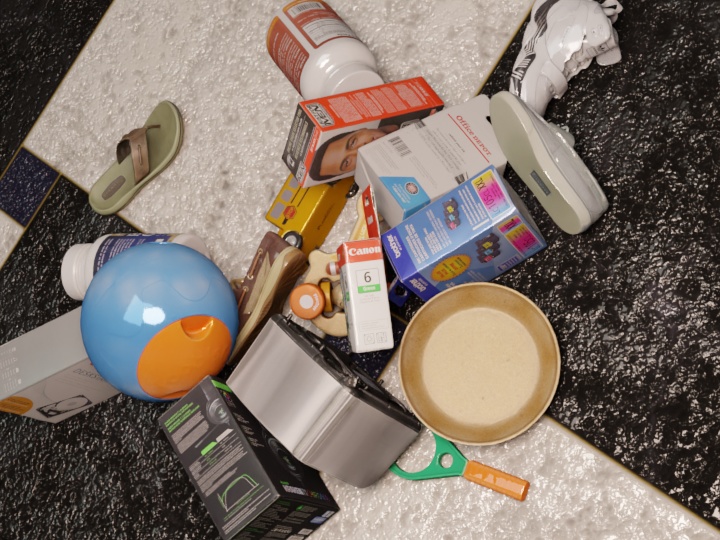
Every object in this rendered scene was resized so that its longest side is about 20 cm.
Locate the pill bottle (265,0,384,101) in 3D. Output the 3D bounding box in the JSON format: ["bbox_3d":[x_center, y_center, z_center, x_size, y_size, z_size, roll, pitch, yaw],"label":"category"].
[{"bbox_3d":[-0.046,-0.282,1.600,0.112,0.112,0.200,-42,47,8],"label":"pill bottle"}]

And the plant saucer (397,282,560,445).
[{"bbox_3d":[0.146,0.116,1.445,0.198,0.035,0.202,-3,75,11],"label":"plant saucer"}]

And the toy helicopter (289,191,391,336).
[{"bbox_3d":[-0.002,-0.008,1.540,0.131,0.079,0.202,22,96,6],"label":"toy helicopter"}]

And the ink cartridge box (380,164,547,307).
[{"bbox_3d":[0.116,-0.028,1.461,0.199,0.136,0.077,-31,62,14],"label":"ink cartridge box"}]

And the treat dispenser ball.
[{"bbox_3d":[-0.254,0.064,1.490,0.199,0.201,0.203,-7,72,22],"label":"treat dispenser ball"}]

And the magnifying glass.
[{"bbox_3d":[0.114,0.238,1.450,0.199,0.022,0.080,17,82,30],"label":"magnifying glass"}]

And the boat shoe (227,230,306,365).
[{"bbox_3d":[-0.145,0.036,1.568,0.072,0.072,0.201,39,121,17],"label":"boat shoe"}]

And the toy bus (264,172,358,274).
[{"bbox_3d":[-0.065,-0.099,1.606,0.078,0.065,0.201,29,88,29],"label":"toy bus"}]

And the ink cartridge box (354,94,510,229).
[{"bbox_3d":[0.106,-0.136,1.511,0.199,0.068,0.116,-26,62,-20],"label":"ink cartridge box"}]

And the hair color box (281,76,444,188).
[{"bbox_3d":[0.004,-0.180,1.516,0.061,0.199,0.102,54,143,28],"label":"hair color box"}]

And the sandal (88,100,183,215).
[{"bbox_3d":[-0.338,-0.167,1.755,0.080,0.057,0.201,42,94,28],"label":"sandal"}]

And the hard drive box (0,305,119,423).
[{"bbox_3d":[-0.402,0.131,1.639,0.199,0.156,0.077,-26,66,16],"label":"hard drive box"}]

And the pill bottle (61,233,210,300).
[{"bbox_3d":[-0.320,0.003,1.666,0.198,0.111,0.112,1,75,24],"label":"pill bottle"}]

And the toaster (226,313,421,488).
[{"bbox_3d":[-0.047,0.157,1.437,0.181,0.200,0.119,38,91,38],"label":"toaster"}]

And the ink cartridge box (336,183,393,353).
[{"bbox_3d":[0.000,0.000,1.460,0.050,0.109,0.202,-8,87,-6],"label":"ink cartridge box"}]

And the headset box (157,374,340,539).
[{"bbox_3d":[-0.141,0.239,1.478,0.093,0.174,0.201,-40,61,9],"label":"headset box"}]

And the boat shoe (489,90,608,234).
[{"bbox_3d":[0.236,-0.142,1.460,0.071,0.070,0.202,-32,86,-25],"label":"boat shoe"}]

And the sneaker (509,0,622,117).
[{"bbox_3d":[0.264,-0.266,1.499,0.114,0.075,0.202,9,75,29],"label":"sneaker"}]
